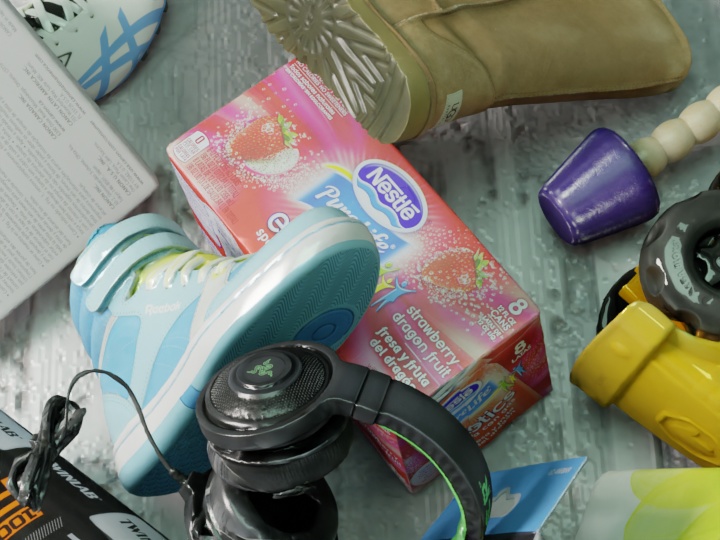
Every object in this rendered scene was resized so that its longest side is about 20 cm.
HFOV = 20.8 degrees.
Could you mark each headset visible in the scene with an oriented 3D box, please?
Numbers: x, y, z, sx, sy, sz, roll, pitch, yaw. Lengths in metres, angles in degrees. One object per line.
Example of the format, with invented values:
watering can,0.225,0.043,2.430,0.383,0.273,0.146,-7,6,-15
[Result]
headset,-0.045,0.094,0.842,0.200,0.124,0.094,16,38,7

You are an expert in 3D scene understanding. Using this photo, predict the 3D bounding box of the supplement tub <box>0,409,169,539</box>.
supplement tub,-0.154,0.151,0.909,0.200,0.123,0.123,30,71,37

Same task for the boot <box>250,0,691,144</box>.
boot,0.052,-0.143,1.031,0.200,0.066,0.175,-16,63,-38

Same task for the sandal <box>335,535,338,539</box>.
sandal,-0.040,0.127,0.969,0.075,0.048,0.201,-17,49,17

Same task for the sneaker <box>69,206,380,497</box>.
sneaker,-0.077,0.005,0.928,0.200,0.079,0.131,-47,57,36

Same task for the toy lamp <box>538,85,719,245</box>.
toy lamp,0.184,-0.079,1.033,0.200,0.058,0.058,-31,64,-9

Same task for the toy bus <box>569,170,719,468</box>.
toy bus,0.230,0.024,0.942,0.192,0.136,0.200,40,73,10

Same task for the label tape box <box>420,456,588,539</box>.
label tape box,0.045,0.185,0.868,0.066,0.143,0.200,37,71,-10

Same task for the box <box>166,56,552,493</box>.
box,0.000,0.000,0.996,0.095,0.100,0.200,-36,64,-9

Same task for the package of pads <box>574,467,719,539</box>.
package of pads,0.143,0.184,0.863,0.154,0.068,0.200,-9,52,54

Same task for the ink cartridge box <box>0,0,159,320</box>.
ink cartridge box,-0.233,-0.044,1.039,0.200,0.050,0.161,-40,103,-5

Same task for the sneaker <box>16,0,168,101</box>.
sneaker,-0.187,-0.119,1.100,0.200,0.073,0.072,-42,64,-14
